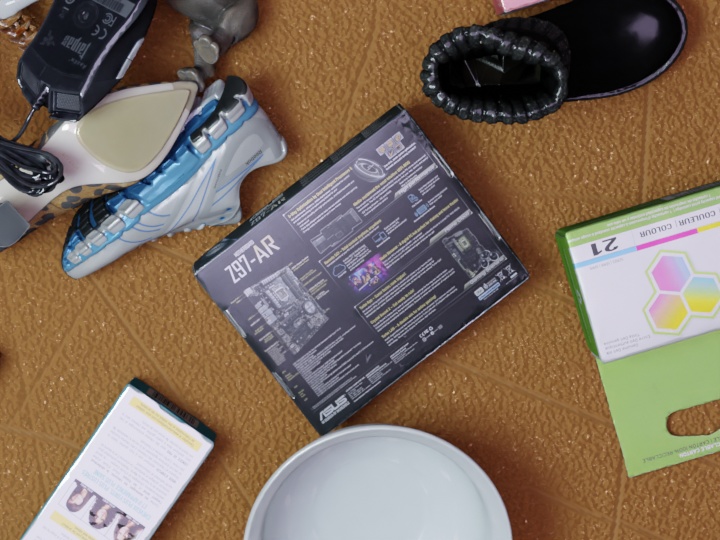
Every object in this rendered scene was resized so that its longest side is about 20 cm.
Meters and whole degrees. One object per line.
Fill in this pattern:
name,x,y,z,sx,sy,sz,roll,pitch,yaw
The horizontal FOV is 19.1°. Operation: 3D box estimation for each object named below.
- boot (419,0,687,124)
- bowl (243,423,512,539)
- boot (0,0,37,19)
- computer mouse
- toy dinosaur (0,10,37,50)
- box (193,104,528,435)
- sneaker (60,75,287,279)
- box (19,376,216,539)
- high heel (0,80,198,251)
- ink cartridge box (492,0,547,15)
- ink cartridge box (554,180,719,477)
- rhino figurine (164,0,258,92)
boot,0.144,-0.155,1.553,0.210,0.158,0.080,-15,94,1
bowl,0.009,0.194,1.602,0.200,0.090,0.202,-2,108,-5
boot,-0.214,-0.269,1.580,0.200,0.073,0.096,-38,119,-20
computer mouse,-0.222,-0.156,1.528,0.140,0.046,0.201,23,85,27
toy dinosaur,-0.326,-0.208,1.583,0.199,0.102,0.136,23,76,19
box,0.000,0.000,1.602,0.200,0.044,0.160,-38,102,2
sneaker,-0.137,-0.050,1.606,0.200,0.075,0.087,-39,120,12
box,-0.198,0.187,1.629,0.082,0.049,0.200,35,93,-3
high heel,-0.217,-0.082,1.592,0.200,0.142,0.072,-38,104,-18
ink cartridge box,0.129,-0.302,1.588,0.116,0.067,0.201,-18,94,1
ink cartridge box,0.246,0.045,1.610,0.147,0.076,0.201,-17,93,1
rhino figurine,-0.137,-0.236,1.561,0.060,0.088,0.200,-6,125,36
